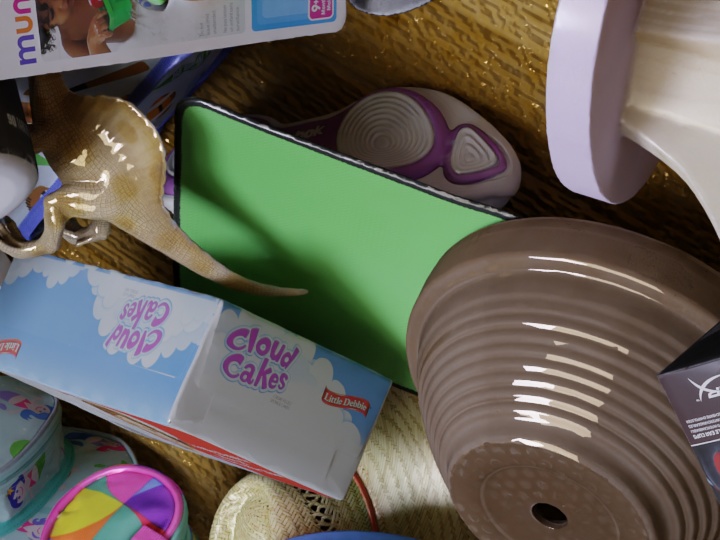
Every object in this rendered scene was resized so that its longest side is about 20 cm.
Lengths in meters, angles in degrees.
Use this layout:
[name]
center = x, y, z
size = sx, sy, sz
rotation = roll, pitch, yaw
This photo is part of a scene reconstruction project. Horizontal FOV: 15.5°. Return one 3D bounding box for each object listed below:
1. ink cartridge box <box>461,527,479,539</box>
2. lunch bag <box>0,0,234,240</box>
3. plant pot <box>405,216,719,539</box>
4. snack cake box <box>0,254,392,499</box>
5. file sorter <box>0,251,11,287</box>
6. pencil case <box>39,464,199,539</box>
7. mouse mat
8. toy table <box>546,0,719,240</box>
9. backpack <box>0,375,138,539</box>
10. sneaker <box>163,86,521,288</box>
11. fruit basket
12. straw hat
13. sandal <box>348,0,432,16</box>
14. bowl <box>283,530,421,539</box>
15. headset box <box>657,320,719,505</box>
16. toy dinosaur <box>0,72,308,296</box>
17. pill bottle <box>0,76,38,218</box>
[ink cartridge box]
center = 0.111, 0.226, 1.356
size = 0.198, 0.047, 0.200
rotation = 40, 135, 13
[lunch bag]
center = -0.163, -0.129, 1.321
size = 0.170, 0.124, 0.200
rotation = 48, 126, 4
[plant pot]
center = 0.104, 0.079, 1.204
size = 0.200, 0.093, 0.201
rotation = 18, 141, 15
[snack cake box]
center = -0.094, 0.050, 1.322
size = 0.115, 0.067, 0.200
rotation = 29, 170, -36
[file sorter]
center = -0.277, -0.022, 1.399
size = 0.139, 0.124, 0.200
rotation = 48, 172, 5
[pencil case]
center = -0.099, 0.188, 1.413
size = 0.088, 0.089, 0.200
rotation = 13, 150, 32
[mouse mat]
center = 0.000, 0.000, 1.265
size = 0.199, 0.008, 0.161
rotation = 20, 144, 11
[toy table]
center = 0.154, -0.083, 1.074
size = 0.117, 0.200, 0.184
rotation = 18, 91, 18
[backpack]
center = -0.219, 0.145, 1.477
size = 0.199, 0.178, 0.151
rotation = 13, 122, 20
[sneaker]
center = -0.001, -0.034, 1.295
size = 0.199, 0.075, 0.100
rotation = -1, 136, 36
[fruit basket]
center = -0.094, -0.185, 1.165
size = 0.094, 0.199, 0.186
rotation = 9, 107, 53
[straw hat]
center = -0.031, 0.142, 1.358
size = 0.201, 0.085, 0.202
rotation = 19, 116, 45
[sandal]
center = 0.045, -0.179, 1.181
size = 0.200, 0.045, 0.075
rotation = -35, 90, 44
[bowl]
center = 0.005, 0.208, 1.319
size = 0.200, 0.039, 0.201
rotation = 5, 129, 6
[headset box]
center = 0.229, 0.093, 1.115
size = 0.075, 0.149, 0.200
rotation = -19, 102, 44
[toy dinosaur]
center = -0.122, -0.039, 1.241
size = 0.101, 0.058, 0.200
rotation = -27, 106, 37
[pill bottle]
center = -0.220, -0.118, 1.198
size = 0.106, 0.106, 0.201
rotation = -33, 67, 44
